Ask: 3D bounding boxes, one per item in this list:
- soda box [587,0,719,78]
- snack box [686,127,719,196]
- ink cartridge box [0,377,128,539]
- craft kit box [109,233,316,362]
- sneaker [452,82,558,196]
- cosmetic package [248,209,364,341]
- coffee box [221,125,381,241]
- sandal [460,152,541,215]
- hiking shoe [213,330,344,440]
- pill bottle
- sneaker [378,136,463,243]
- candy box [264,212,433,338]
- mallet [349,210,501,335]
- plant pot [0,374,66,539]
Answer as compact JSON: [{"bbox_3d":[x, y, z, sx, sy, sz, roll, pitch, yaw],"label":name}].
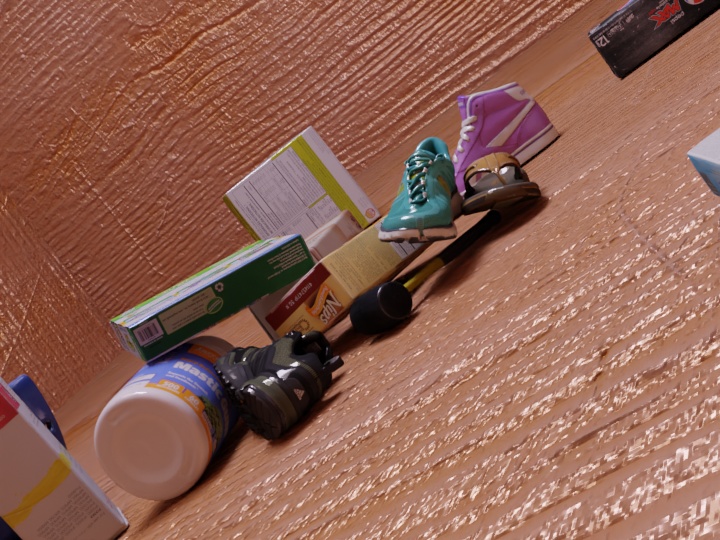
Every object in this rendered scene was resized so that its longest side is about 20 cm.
[{"bbox_3d":[0.387,-0.332,1.428,0.200,0.071,0.063,-36,8,18],"label":"soda box"},{"bbox_3d":[0.290,-0.109,0.642,0.200,0.037,0.116,-37,8,8],"label":"snack box"},{"bbox_3d":[-0.335,0.203,1.140,0.083,0.200,0.145,-43,8,-14],"label":"ink cartridge box"},{"bbox_3d":[-0.163,0.027,1.211,0.199,0.049,0.197,-29,11,-15],"label":"craft kit box"},{"bbox_3d":[0.132,-0.151,1.397,0.200,0.114,0.073,-39,9,1],"label":"sneaker"},{"bbox_3d":[-0.054,0.010,1.405,0.103,0.087,0.200,-33,9,22],"label":"cosmetic package"},{"bbox_3d":[-0.112,-0.116,2.037,0.198,0.200,0.200,-39,7,-5],"label":"coffee box"},{"bbox_3d":[0.141,-0.095,1.160,0.081,0.055,0.200,-15,9,13],"label":"sandal"},{"bbox_3d":[-0.071,0.099,1.053,0.100,0.076,0.200,-31,14,-13],"label":"hiking shoe"},{"bbox_3d":[-0.178,0.135,1.133,0.112,0.112,0.200,-36,8,18],"label":"pill bottle"},{"bbox_3d":[0.058,-0.077,1.120,0.077,0.080,0.200,-2,21,10],"label":"sneaker"},{"bbox_3d":[0.000,0.000,1.192,0.115,0.055,0.200,-43,-4,41],"label":"candy box"},{"bbox_3d":[0.066,0.000,1.111,0.200,0.041,0.066,-38,3,-40],"label":"mallet"},{"bbox_3d":[-0.446,0.273,1.328,0.200,0.180,0.200,-33,8,33],"label":"plant pot"}]
